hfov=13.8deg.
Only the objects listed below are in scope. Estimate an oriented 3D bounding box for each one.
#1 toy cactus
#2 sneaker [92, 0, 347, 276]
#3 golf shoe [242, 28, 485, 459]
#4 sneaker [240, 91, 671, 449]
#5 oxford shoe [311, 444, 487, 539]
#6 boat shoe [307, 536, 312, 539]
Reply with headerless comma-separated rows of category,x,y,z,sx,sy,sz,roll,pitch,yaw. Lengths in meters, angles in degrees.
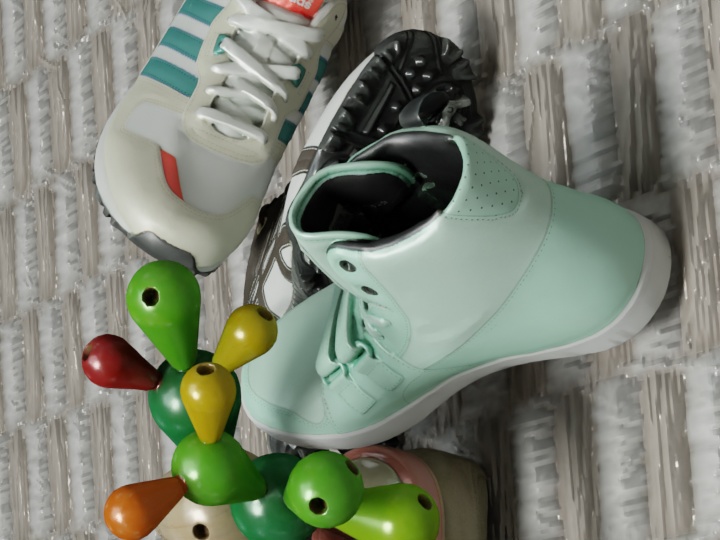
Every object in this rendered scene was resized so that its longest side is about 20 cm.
toy cactus,-0.042,0.094,1.079,0.200,0.102,0.165,50,160,-11
sneaker,-0.049,-0.088,1.217,0.094,0.070,0.200,-55,10,40
golf shoe,-0.012,-0.018,1.198,0.095,0.077,0.201,56,136,49
sneaker,0.000,0.000,1.070,0.200,0.118,0.074,-23,50,41
oxford shoe,0.018,0.167,1.144,0.071,0.074,0.201,16,99,40
boat shoe,-0.048,0.152,1.194,0.200,0.057,0.067,-53,38,2
